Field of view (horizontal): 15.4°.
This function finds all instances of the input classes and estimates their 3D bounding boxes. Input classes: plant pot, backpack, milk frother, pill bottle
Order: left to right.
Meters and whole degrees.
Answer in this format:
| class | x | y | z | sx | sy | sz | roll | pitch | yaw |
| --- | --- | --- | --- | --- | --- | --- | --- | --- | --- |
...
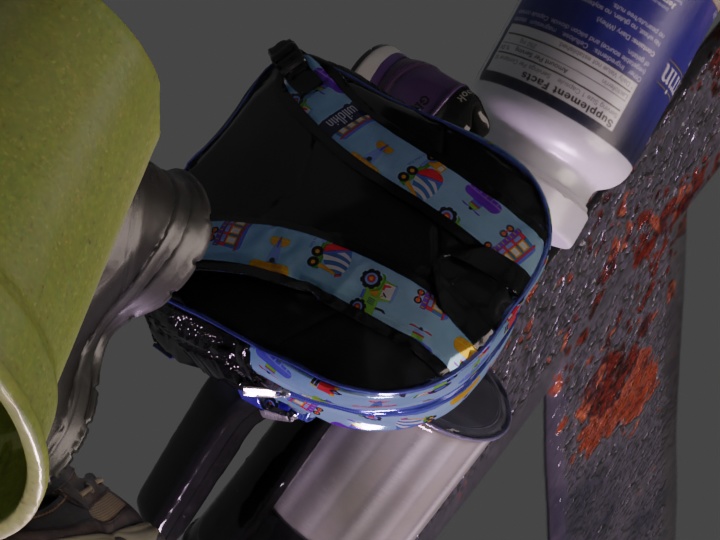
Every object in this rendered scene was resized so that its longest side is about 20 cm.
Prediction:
| class | x | y | z | sx | sy | sz | roll | pitch | yaw |
| --- | --- | --- | --- | --- | --- | --- | --- | --- | --- |
| plant pot | -0.175 | -0.025 | 1.068 | 0.201 | 0.200 | 0.185 | 85 | 27 | -51 |
| milk frother | -0.007 | 0.151 | 1.511 | 0.180 | 0.200 | 0.188 | 1 | 132 | -49 |
| backpack | 0.000 | 0.000 | 1.407 | 0.183 | 0.199 | 0.135 | -53 | 154 | -24 |
| pill bottle | 0.137 | -0.122 | 1.671 | 0.201 | 0.115 | 0.116 | -61 | 156 | -4 |

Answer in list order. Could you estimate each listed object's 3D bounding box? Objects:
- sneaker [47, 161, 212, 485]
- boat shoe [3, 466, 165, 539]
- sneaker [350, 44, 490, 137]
| class | x | y | z | sx | sy | sz | roll | pitch | yaw |
| --- | --- | --- | --- | --- | --- | --- | --- | --- | --- |
| sneaker | -0.158 | 0.024 | 1.282 | 0.091 | 0.076 | 0.200 | 32 | 89 | -47 |
| boat shoe | -0.163 | 0.139 | 1.361 | 0.074 | 0.073 | 0.200 | -43 | 169 | 3 |
| sneaker | 0.012 | -0.022 | 1.547 | 0.076 | 0.087 | 0.201 | -17 | 130 | -59 |
